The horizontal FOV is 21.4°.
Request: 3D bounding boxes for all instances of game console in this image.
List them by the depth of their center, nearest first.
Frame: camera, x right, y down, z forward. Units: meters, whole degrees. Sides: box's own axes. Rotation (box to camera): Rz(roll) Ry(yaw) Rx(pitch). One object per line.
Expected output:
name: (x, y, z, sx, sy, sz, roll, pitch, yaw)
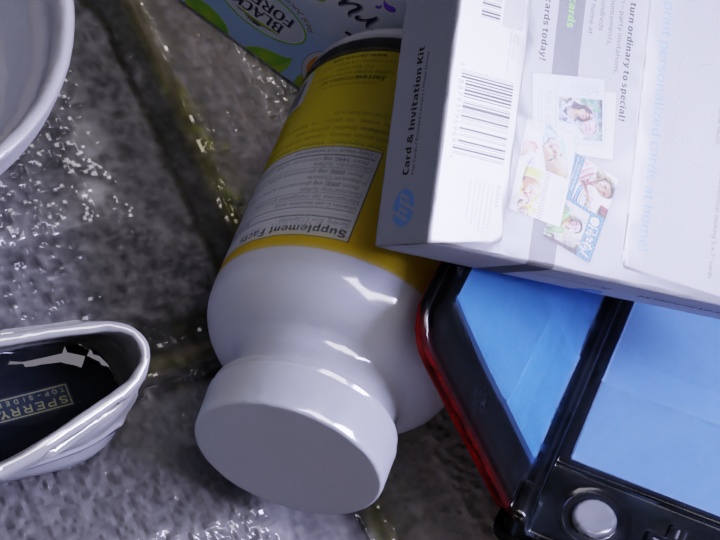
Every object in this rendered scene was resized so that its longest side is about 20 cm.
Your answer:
game console: (0.127, 0.022, 0.820, 0.172, 0.119, 0.200, 20, 50, 10)

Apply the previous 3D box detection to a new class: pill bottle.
pill bottle: (0.000, 0.000, 0.820, 0.112, 0.112, 0.200, 29, 55, -12)

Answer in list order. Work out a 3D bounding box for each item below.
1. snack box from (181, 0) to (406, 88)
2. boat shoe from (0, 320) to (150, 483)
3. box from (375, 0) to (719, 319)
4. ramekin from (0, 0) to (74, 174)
snack box: (-0.007, -0.169, 0.853, 0.142, 0.200, 0.053, 37, 53, -6)
boat shoe: (-0.172, 0.059, 0.725, 0.200, 0.065, 0.074, -24, 77, -35)
box: (0.106, -0.069, 0.777, 0.200, 0.041, 0.156, 10, 84, -32)
ramekin: (-0.224, -0.091, 0.756, 0.200, 0.105, 0.200, 13, 60, -22)
